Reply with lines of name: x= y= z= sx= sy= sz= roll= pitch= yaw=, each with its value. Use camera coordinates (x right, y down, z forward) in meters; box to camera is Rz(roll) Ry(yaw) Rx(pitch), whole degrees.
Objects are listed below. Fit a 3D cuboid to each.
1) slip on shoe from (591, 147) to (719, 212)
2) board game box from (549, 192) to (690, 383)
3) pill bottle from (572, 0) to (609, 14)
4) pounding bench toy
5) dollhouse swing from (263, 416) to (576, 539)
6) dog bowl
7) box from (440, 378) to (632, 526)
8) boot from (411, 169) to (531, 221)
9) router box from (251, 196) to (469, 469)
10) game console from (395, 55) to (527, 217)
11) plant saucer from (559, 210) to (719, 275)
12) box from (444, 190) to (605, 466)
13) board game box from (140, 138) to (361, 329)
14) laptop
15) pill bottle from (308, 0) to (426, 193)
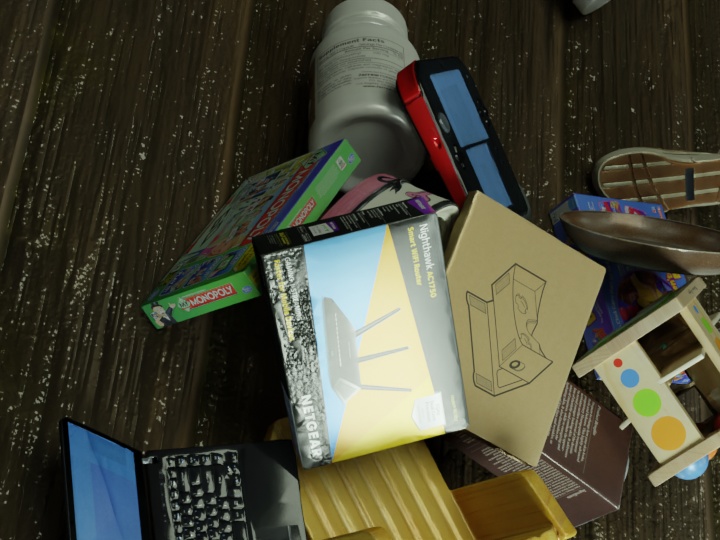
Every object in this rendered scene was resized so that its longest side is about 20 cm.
slip on shoe: x=0.347 y=-0.107 z=1.906 sx=0.199 sy=0.061 sz=0.076 roll=-5 pitch=101 yaw=-22
board game box: x=0.290 y=0.020 z=1.790 sx=0.134 sy=0.045 sz=0.201 roll=6 pitch=60 yaw=-34
pill bottle: x=0.240 y=-0.409 z=1.977 sx=0.109 sy=0.109 sz=0.200 roll=-30 pitch=83 yaw=-44
pounding bench toy: x=0.324 y=0.105 z=1.640 sx=0.156 sy=0.124 sz=0.200 roll=56 pitch=23 yaw=4
dollhouse swing: x=0.043 y=0.183 z=1.432 sx=0.199 sy=0.181 sz=0.177 roll=-12 pitch=81 yaw=-40
dog bowl: x=0.000 y=0.000 z=1.494 sx=0.074 sy=0.201 sz=0.200 roll=38 pitch=44 yaw=14
box: x=0.162 y=0.147 z=1.584 sx=0.200 sy=0.075 sz=0.100 roll=36 pitch=48 yaw=-19
boot: x=0.101 y=-0.027 z=1.672 sx=0.200 sy=0.066 sz=0.165 roll=-22 pitch=79 yaw=-47
router box: x=0.002 y=0.052 z=1.375 sx=0.148 sy=0.201 sz=0.051 roll=-14 pitch=24 yaw=-8
game console: x=0.103 y=-0.121 z=1.601 sx=0.177 sy=0.031 sz=0.200 roll=62 pitch=20 yaw=0
plant saucer: x=0.299 y=-0.027 z=1.695 sx=0.199 sy=0.200 sz=0.032 roll=-2 pitch=104 yaw=-37
box: x=0.128 y=0.053 z=1.501 sx=0.163 sy=0.021 sz=0.201 roll=29 pitch=74 yaw=-25
board game box: x=-0.095 y=-0.034 z=1.474 sx=0.029 sy=0.134 sz=0.200 roll=54 pitch=43 yaw=-19
laptop: x=-0.133 y=0.206 z=1.312 sx=0.199 sy=0.103 sz=0.178 roll=-3 pitch=64 yaw=-13
pill bottle: x=0.005 y=-0.178 z=1.642 sx=0.114 sy=0.114 sz=0.201 roll=25 pitch=38 yaw=-22
